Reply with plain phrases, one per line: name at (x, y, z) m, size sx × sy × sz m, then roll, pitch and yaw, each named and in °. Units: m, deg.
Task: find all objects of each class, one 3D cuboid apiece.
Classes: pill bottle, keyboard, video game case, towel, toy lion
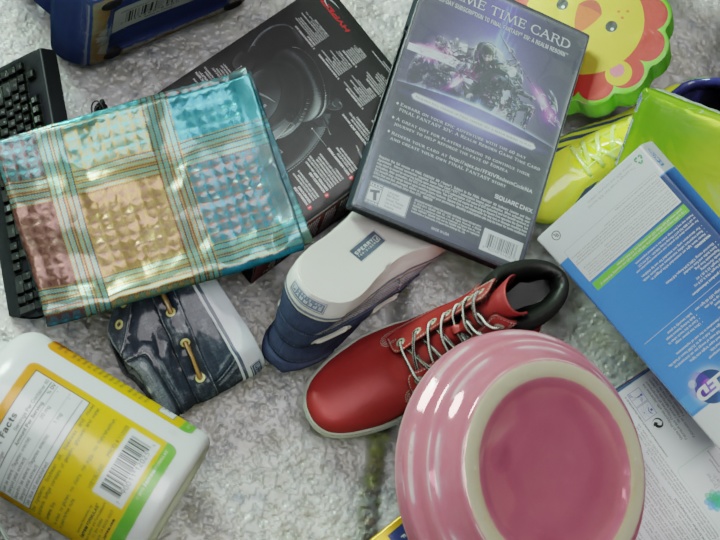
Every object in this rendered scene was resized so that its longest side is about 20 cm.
pill bottle at (-0.216, 0.113, 1.144) m, size 0.200 × 0.111 × 0.111 m, roll 31°, pitch 71°, yaw 2°
keyboard at (-0.226, -0.070, 1.212) m, size 0.127 × 0.021 × 0.201 m, roll -19°, pitch 74°, yaw 23°
video game case at (0.084, -0.114, 1.234) m, size 0.142 × 0.019 × 0.201 m, roll 22°, pitch 76°, yaw -16°
towel at (-0.148, -0.055, 1.170) m, size 0.199 × 0.022 × 0.147 m, roll -17°, pitch 76°, yaw -14°
toy lion at (0.172, -0.227, 1.319) m, size 0.200 × 0.069 × 0.192 m, roll 35°, pitch 85°, yaw 21°

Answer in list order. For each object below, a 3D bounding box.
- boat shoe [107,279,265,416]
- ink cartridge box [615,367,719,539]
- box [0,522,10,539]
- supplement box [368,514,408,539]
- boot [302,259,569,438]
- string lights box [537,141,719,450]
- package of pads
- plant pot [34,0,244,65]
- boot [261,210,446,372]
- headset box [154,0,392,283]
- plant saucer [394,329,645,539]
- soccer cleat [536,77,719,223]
boat shoe at (-0.159, 0.011, 1.205) m, size 0.091 × 0.071 × 0.201 m, roll -31°, pitch 80°, yaw -13°
ink cartridge box at (0.180, 0.176, 1.204) m, size 0.200 × 0.076 × 0.137 m, roll -32°, pitch 81°, yaw -18°
box at (-0.308, 0.234, 1.047) m, size 0.198 × 0.200 × 0.131 m, roll -28°, pitch 80°, yaw -15°
supplement box at (-0.014, 0.273, 1.128) m, size 0.200 × 0.110 × 0.109 m, roll -38°, pitch 82°, yaw -17°
boot at (0.052, 0.053, 1.186) m, size 0.199 × 0.144 × 0.073 m, roll -26°, pitch 80°, yaw -14°
string lights box at (0.232, 0.017, 1.166) m, size 0.103 × 0.059 × 0.200 m, roll -42°, pitch 84°, yaw 18°
package of pads at (0.276, -0.030, 1.214) m, size 0.199 × 0.068 × 0.155 m, roll 24°, pitch 103°, yaw 14°
plant pot at (-0.178, -0.276, 1.226) m, size 0.199 × 0.200 × 0.180 m, roll -25°, pitch 85°, yaw -15°
boot at (0.000, 0.000, 1.238) m, size 0.073 × 0.090 × 0.200 m, roll 44°, pitch 44°, yaw 14°
headset box at (-0.063, -0.100, 1.249) m, size 0.200 × 0.077 × 0.149 m, roll -37°, pitch 82°, yaw -16°
plant saucer at (0.119, 0.138, 1.106) m, size 0.200 × 0.051 × 0.201 m, roll 6°, pitch 77°, yaw -29°
soccer cleat at (0.210, -0.101, 1.287) m, size 0.200 × 0.084 × 0.065 m, roll -27°, pitch 81°, yaw -15°
